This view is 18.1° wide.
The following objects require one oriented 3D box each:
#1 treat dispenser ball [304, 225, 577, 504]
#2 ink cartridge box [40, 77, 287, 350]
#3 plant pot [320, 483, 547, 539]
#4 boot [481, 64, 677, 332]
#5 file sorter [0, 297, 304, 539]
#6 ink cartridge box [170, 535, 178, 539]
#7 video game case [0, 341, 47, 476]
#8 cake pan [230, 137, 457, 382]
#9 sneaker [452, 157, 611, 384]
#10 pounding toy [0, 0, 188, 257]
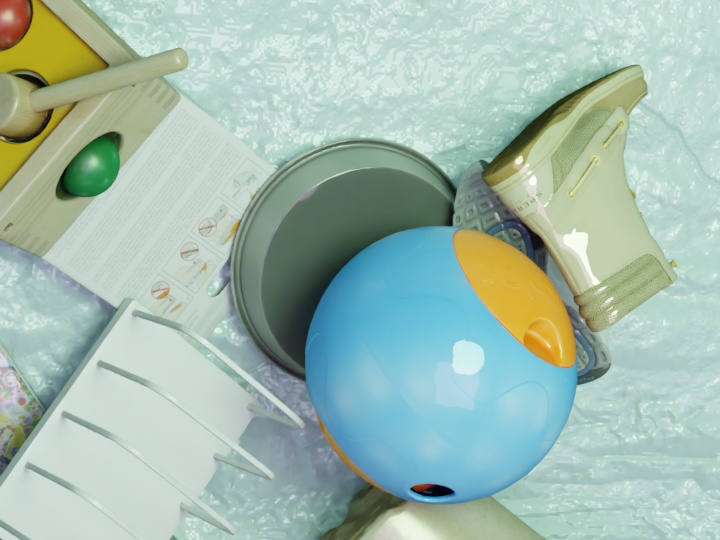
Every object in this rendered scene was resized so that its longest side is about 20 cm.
[{"bbox_3d":[0.058,0.069,1.646,0.199,0.201,0.203,-3,104,-11],"label":"treat dispenser ball"},{"bbox_3d":[-0.156,-0.051,1.707,0.200,0.047,0.161,36,93,-34],"label":"ink cartridge box"},{"bbox_3d":[0.067,0.246,1.756,0.200,0.200,0.183,-45,97,1],"label":"plant pot"},{"bbox_3d":[0.188,-0.057,1.700,0.073,0.200,0.156,-30,98,41],"label":"boot"},{"bbox_3d":[-0.155,0.147,1.657,0.139,0.124,0.201,41,76,-26],"label":"file sorter"},{"bbox_3d":[-0.199,0.298,1.738,0.200,0.109,0.050,-42,108,0],"label":"ink cartridge box"},{"bbox_3d":[-0.299,0.146,1.727,0.143,0.018,0.201,-33,108,-4],"label":"video game case"},{"bbox_3d":[0.000,0.000,1.737,0.198,0.037,0.202,-5,107,-16],"label":"cake pan"},{"bbox_3d":[0.132,-0.006,1.750,0.074,0.087,0.201,-18,118,25],"label":"sneaker"},{"bbox_3d":[-0.224,-0.124,1.568,0.200,0.142,0.184,43,93,17],"label":"pounding toy"}]
